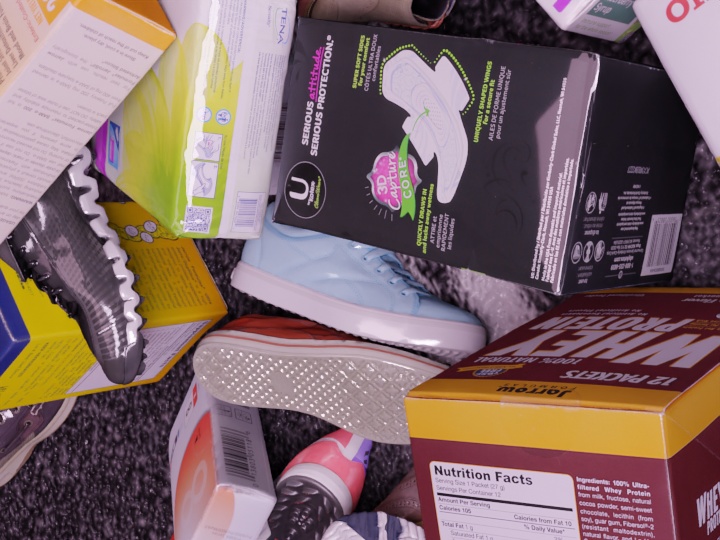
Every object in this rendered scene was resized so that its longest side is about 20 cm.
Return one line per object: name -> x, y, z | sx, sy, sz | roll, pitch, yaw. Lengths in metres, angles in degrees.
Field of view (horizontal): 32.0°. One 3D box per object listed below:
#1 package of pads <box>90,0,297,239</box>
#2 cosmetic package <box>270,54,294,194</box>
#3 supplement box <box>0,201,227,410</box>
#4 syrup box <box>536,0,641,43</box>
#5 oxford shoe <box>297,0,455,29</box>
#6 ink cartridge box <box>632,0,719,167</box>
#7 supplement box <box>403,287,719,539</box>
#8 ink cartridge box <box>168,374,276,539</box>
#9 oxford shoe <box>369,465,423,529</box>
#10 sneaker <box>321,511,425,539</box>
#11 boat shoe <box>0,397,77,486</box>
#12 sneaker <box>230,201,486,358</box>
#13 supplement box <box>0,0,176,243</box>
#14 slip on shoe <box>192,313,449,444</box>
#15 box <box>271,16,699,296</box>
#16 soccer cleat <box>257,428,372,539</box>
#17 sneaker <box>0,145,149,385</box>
package of pads -> -0.110, -0.118, 0.789 | 0.200, 0.068, 0.156 | 32, 116, 58
cosmetic package -> -0.133, -0.135, 0.933 | 0.199, 0.074, 0.103 | 25, 107, 33
supplement box -> -0.218, 0.024, 0.926 | 0.109, 0.199, 0.110 | -42, 68, 33
syrup box -> 0.102, -0.231, 0.737 | 0.082, 0.078, 0.201 | -48, 65, 29
oxford shoe -> 0.015, -0.173, 0.784 | 0.075, 0.070, 0.200 | 49, 162, -3
ink cartridge box -> 0.250, -0.093, 0.627 | 0.144, 0.084, 0.201 | -35, 73, 34
supplement box -> 0.142, 0.129, 0.635 | 0.132, 0.197, 0.202 | 0, 104, 38
ink cartridge box -> -0.128, 0.188, 0.910 | 0.201, 0.050, 0.163 | -61, 22, 19
oxford shoe -> 0.058, 0.147, 0.817 | 0.199, 0.071, 0.073 | -29, 49, 37
sneaker -> 0.032, 0.244, 0.792 | 0.198, 0.080, 0.130 | 35, 131, -13
boat shoe -> -0.307, 0.121, 1.088 | 0.200, 0.065, 0.072 | -49, 63, 28
sneaker -> 0.000, 0.000, 0.838 | 0.199, 0.074, 0.083 | 18, 91, 28
supplement box -> -0.215, -0.119, 0.746 | 0.200, 0.073, 0.127 | -45, 55, 20
slip on shoe -> -0.016, 0.067, 0.854 | 0.198, 0.061, 0.075 | 9, 122, 22
box -> 0.073, -0.069, 0.726 | 0.199, 0.148, 0.126 | 16, 102, 36
soccer cleat -> -0.049, 0.181, 0.900 | 0.068, 0.073, 0.200 | 38, 135, 2
sneaker -> -0.203, -0.014, 0.827 | 0.202, 0.090, 0.066 | 71, 159, 7
